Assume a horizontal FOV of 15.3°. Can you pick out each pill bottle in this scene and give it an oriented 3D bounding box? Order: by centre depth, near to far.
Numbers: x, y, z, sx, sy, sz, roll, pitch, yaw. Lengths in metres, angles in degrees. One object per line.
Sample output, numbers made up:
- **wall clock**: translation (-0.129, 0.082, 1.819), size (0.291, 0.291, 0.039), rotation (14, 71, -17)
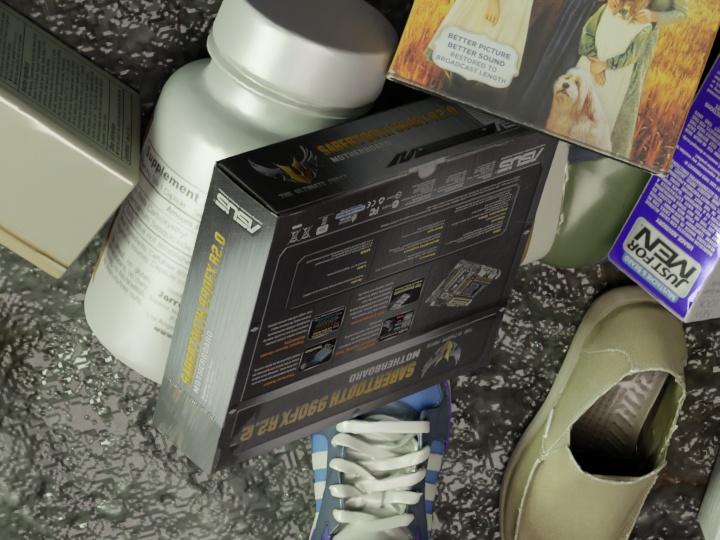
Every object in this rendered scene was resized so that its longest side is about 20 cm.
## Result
- **pill bottle**: translation (-0.057, -0.045, 1.357), size (0.114, 0.114, 0.200), rotation (17, 116, -13)

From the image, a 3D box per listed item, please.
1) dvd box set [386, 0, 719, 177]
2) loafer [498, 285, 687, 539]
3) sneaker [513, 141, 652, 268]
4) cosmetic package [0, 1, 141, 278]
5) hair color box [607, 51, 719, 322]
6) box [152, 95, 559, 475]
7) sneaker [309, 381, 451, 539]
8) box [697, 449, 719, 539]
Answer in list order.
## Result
- **dvd box set**: translation (0.113, -0.163, 1.295), size (0.146, 0.029, 0.201), rotation (20, 91, -1)
- **loafer**: translation (0.128, 0.105, 1.480), size (0.075, 0.068, 0.201), rotation (10, 117, -10)
- **sneaker**: translation (0.134, -0.092, 1.383), size (0.090, 0.067, 0.201), rotation (5, 115, -23)
- **cosmetic package**: translation (-0.208, -0.094, 1.325), size (0.200, 0.104, 0.073), rotation (33, 112, -19)
- **hair color box**: translation (0.219, -0.074, 1.365), size (0.109, 0.065, 0.200), rotation (-6, 131, -50)
- **box**: translation (0.000, 0.000, 1.321), size (0.200, 0.048, 0.159), rotation (-19, 138, -40)
- **sneaker**: translation (0.011, 0.135, 1.442), size (0.080, 0.147, 0.201), rotation (5, 118, -7)
- **box**: translation (0.235, 0.069, 1.486), size (0.039, 0.041, 0.201), rotation (9, 117, -10)
